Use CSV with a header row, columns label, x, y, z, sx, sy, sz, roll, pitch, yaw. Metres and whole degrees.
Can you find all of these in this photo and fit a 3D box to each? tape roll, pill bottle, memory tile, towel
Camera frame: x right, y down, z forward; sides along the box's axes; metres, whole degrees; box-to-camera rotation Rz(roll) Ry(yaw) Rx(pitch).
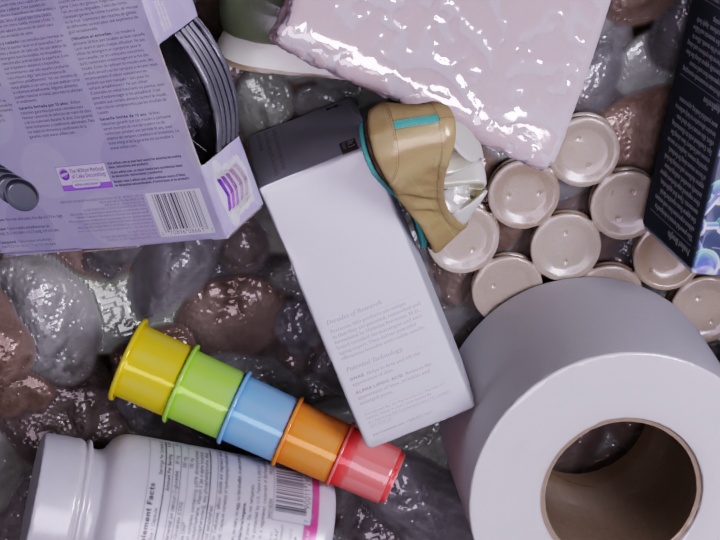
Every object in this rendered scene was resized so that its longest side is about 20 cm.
label,x,y,z,sx,sy,sz,roll,pitch,yaw
tape roll,0.160,0.120,1.461,0.202,0.139,0.203,-2,111,-5
pill bottle,-0.126,0.174,1.479,0.200,0.113,0.114,11,109,-10
memory tile,0.155,0.000,1.499,0.153,0.017,0.200,-37,110,8
towel,0.062,-0.186,1.365,0.200,0.032,0.191,23,78,-17

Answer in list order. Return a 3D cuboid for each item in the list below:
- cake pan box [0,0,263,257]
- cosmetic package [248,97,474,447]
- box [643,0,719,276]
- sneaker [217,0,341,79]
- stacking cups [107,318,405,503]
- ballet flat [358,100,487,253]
label,x,y,z,sx,sy,sz,roll,pitch,yaw
cake pan box,-0.171,-0.104,1.349,0.200,0.052,0.184,-5,117,34
cosmetic package,0.000,0.000,1.430,0.081,0.113,0.200,-23,110,2
box,0.287,-0.098,1.420,0.148,0.107,0.200,6,107,-13
sneaker,0.009,-0.170,1.389,0.200,0.067,0.090,3,110,-8
stacking cups,-0.066,0.096,1.463,0.200,0.061,0.061,22,107,-1
ballet flat,0.050,-0.057,1.356,0.063,0.200,0.069,-16,76,8
